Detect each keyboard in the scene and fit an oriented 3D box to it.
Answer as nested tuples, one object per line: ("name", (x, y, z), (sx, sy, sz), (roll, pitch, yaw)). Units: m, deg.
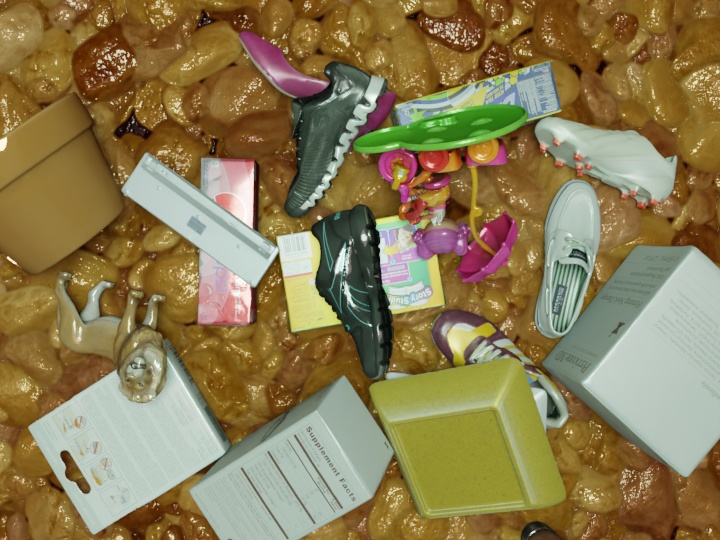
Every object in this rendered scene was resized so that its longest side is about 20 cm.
("keyboard", (-0.191, -0.060, 0.943), (0.199, 0.011, 0.057), (36, 97, 2))

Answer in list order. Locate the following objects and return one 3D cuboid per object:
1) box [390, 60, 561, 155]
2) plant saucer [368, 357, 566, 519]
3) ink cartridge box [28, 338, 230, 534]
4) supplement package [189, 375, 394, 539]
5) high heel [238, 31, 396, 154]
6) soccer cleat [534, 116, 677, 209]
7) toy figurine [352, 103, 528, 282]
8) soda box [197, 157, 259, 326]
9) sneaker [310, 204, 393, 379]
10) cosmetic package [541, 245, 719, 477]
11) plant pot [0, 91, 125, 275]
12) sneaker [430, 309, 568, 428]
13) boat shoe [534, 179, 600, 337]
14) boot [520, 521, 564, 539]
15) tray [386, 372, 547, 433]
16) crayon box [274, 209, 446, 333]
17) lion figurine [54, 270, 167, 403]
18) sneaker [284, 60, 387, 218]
("box", (0.140, -0.196, 0.980), (0.197, 0.070, 0.065), (-15, 93, -2))
("plant saucer", (0.121, 0.216, 0.939), (0.197, 0.049, 0.203), (-14, 108, 25))
("ink cartridge box", (-0.286, 0.207, 0.992), (0.198, 0.047, 0.162), (-32, 92, 2))
("supplement package", (-0.078, 0.236, 0.932), (0.199, 0.117, 0.118), (-34, 91, 19))
("high heel", (-0.052, -0.242, 0.970), (0.200, 0.067, 0.096), (43, 100, -7))
("soccer cleat", (0.307, -0.150, 0.990), (0.198, 0.069, 0.079), (26, 82, -13))
("toy figurine", (0.103, -0.075, 0.908), (0.196, 0.151, 0.187), (-7, 112, 13))
("soda box", (-0.162, -0.035, 0.978), (0.069, 0.063, 0.204), (1, 91, -2))
("sneaker", (-0.008, 0.028, 0.931), (0.078, 0.075, 0.204), (-10, 86, 12))
("cosmetic package", (0.359, 0.099, 0.947), (0.166, 0.167, 0.201), (40, 89, -3))
("plant pot", (-0.368, -0.091, 0.915), (0.199, 0.200, 0.141), (-35, 108, -1))
("sneaker", (0.176, 0.119, 0.979), (0.199, 0.090, 0.075), (36, 89, -4))
("boat shoe", (0.267, -0.013, 0.991), (0.072, 0.067, 0.204), (7, 91, -2))
("boot", (0.285, 0.390, 0.935), (0.068, 0.200, 0.188), (-44, 92, 0))
("tray", (0.125, 0.184, 0.963), (0.196, 0.022, 0.109), (4, 114, 19))
("crayon box", (0.000, 0.000, 0.987), (0.196, 0.058, 0.121), (-10, 92, -2))
("lion figurine", (-0.305, 0.078, 0.953), (0.197, 0.072, 0.125), (13, 88, 30))
("sneaker", (-0.053, -0.160, 0.942), (0.090, 0.067, 0.201), (28, 110, -13))
